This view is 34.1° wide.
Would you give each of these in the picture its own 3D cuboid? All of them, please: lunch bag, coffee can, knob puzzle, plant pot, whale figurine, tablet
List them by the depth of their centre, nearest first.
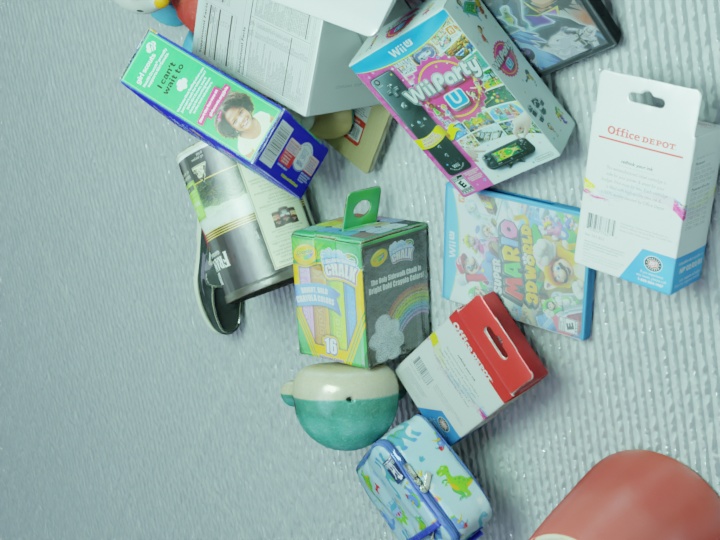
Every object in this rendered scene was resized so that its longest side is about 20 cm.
[{"bbox_3d":[-0.030,-0.321,1.195,0.199,0.014,0.131,27,89,34],"label":"tablet"},{"bbox_3d":[0.265,0.310,1.227,0.199,0.176,0.203,17,115,40],"label":"plant pot"},{"bbox_3d":[0.074,0.269,1.420,0.161,0.082,0.200,52,159,9],"label":"lunch bag"},{"bbox_3d":[-0.013,-0.250,1.423,0.218,0.030,0.222,17,114,41],"label":"knob puzzle"},{"bbox_3d":[-0.020,0.165,1.455,0.200,0.157,0.105,165,102,-84],"label":"whale figurine"},{"bbox_3d":[-0.138,-0.075,1.521,0.146,0.146,0.202,-23,87,46],"label":"coffee can"}]

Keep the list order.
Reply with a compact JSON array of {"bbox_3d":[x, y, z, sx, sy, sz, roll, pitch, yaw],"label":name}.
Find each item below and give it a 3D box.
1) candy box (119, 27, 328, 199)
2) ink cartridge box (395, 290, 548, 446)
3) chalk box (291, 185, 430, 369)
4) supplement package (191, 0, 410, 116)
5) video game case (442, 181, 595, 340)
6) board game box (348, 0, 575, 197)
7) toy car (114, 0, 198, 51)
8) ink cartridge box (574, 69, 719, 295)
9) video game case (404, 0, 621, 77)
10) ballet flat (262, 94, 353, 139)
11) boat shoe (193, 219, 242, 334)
[{"bbox_3d":[-0.154,-0.177,1.357,0.199,0.169,0.078,31,89,18],"label":"candy box"},{"bbox_3d":[0.134,0.108,1.351,0.117,0.067,0.200,57,141,13],"label":"ink cartridge box"},{"bbox_3d":[0.000,0.000,1.425,0.123,0.124,0.202,9,107,42],"label":"chalk box"},{"bbox_3d":[-0.065,-0.288,1.331,0.199,0.151,0.152,31,122,33],"label":"supplement package"},{"bbox_3d":[0.175,-0.014,1.324,0.199,0.018,0.145,17,115,40],"label":"video game case"},{"bbox_3d":[0.107,-0.186,1.238,0.147,0.065,0.200,-22,118,45],"label":"board game box"},{"bbox_3d":[-0.249,-0.364,1.496,0.177,0.199,0.185,51,132,20],"label":"toy car"},{"bbox_3d":[0.285,-0.092,1.154,0.114,0.068,0.202,22,118,38],"label":"ink cartridge box"},{"bbox_3d":[0.138,-0.279,1.191,0.180,0.026,0.200,-18,121,41],"label":"video game case"},{"bbox_3d":[-0.096,-0.204,1.454,0.199,0.063,0.069,25,123,37],"label":"ballet flat"},{"bbox_3d":[-0.190,-0.002,1.647,0.067,0.071,0.202,16,112,44],"label":"boat shoe"}]
